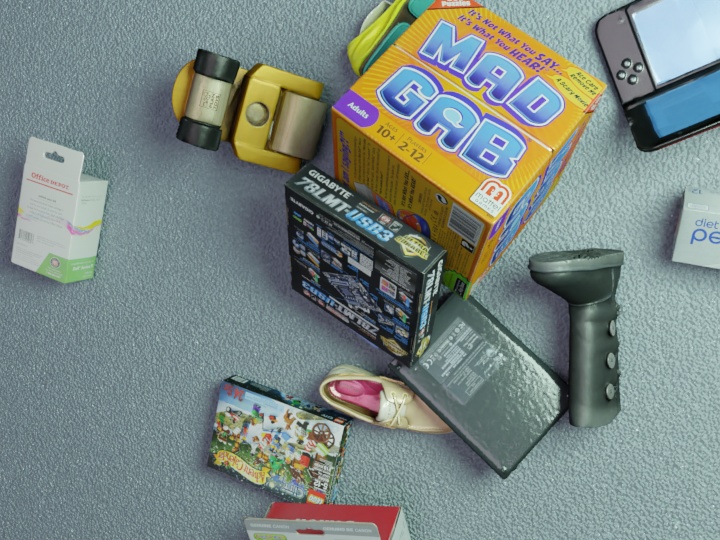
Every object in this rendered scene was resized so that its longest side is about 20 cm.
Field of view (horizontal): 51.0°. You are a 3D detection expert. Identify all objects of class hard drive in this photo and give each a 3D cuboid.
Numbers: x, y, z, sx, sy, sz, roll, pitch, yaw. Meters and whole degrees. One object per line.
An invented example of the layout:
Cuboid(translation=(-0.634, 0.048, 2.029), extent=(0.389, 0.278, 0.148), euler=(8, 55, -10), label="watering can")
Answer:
Cuboid(translation=(0.152, 0.139, 0.947), extent=(0.200, 0.033, 0.140), euler=(43, 88, 12), label="hard drive")

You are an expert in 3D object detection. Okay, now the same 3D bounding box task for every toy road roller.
Cuboid(translation=(-0.154, -0.220, 1.022), extent=(0.198, 0.146, 0.124), euler=(14, 103, -19), label="toy road roller")

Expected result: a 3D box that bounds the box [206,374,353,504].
Cuboid(translation=(-0.118, 0.248, 1.084), extent=(0.198, 0.038, 0.138), euler=(16, 101, 19), label="box")

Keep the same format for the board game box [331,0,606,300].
Cuboid(translation=(0.106, -0.132, 0.828), extent=(0.199, 0.200, 0.200), euler=(37, 72, 14), label="board game box")

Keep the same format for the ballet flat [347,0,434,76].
Cuboid(translation=(0.057, -0.327, 0.945), extent=(0.200, 0.067, 0.067), euler=(-41, 59, 22), label="ballet flat")

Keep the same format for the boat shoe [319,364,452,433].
Cuboid(translation=(0.037, 0.178, 0.999), extent=(0.198, 0.069, 0.075), euler=(10, 99, 20), label="boat shoe")

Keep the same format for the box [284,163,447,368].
Cuboid(translation=(0.000, 0.000, 0.890), extent=(0.199, 0.050, 0.199), euler=(33, 150, 22), label="box")

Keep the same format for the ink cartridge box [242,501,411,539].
Cuboid(translation=(-0.036, 0.373, 1.012), extent=(0.198, 0.084, 0.177), euler=(-5, 116, 21), label="ink cartridge box")

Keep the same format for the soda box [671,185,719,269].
Cuboid(translation=(0.444, -0.035, 0.809), extent=(0.198, 0.064, 0.069), euler=(12, 123, 19), label="soda box")

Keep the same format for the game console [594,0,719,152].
Cuboid(translation=(0.366, -0.238, 0.798), extent=(0.198, 0.119, 0.174), euler=(-21, 88, 22), label="game console")

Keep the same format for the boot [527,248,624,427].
Cuboid(translation=(0.248, 0.080, 0.862), extent=(0.065, 0.164, 0.203), euler=(10, 101, 48), label="boot")

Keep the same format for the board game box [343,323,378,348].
Cuboid(translation=(0.016, -0.001, 1.006), extent=(0.199, 0.039, 0.159), euler=(36, 102, 13), label="board game box")

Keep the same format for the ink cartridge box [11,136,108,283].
Cuboid(translation=(-0.462, -0.095, 1.167), extent=(0.116, 0.067, 0.202), euler=(18, 103, 19), label="ink cartridge box")
